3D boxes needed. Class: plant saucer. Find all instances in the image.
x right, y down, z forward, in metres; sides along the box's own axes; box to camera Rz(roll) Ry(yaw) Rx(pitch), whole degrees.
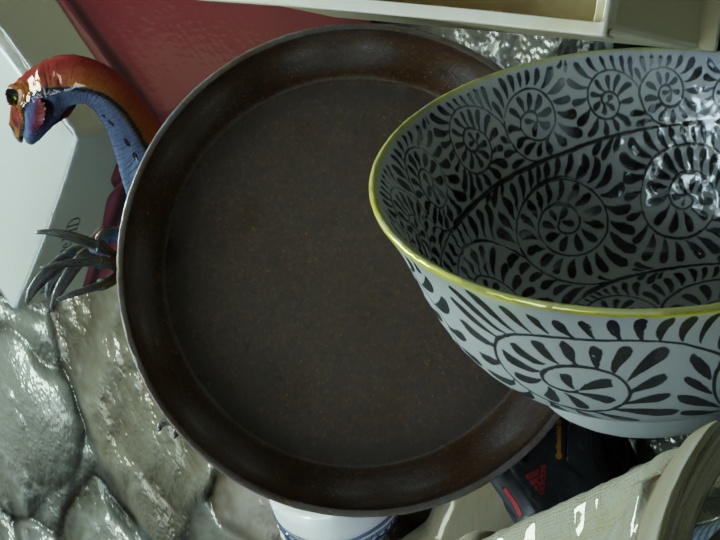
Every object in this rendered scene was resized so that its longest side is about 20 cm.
[{"bbox_3d":[0.000,0.000,0.868,0.034,0.200,0.200,165,87,-83],"label":"plant saucer"}]

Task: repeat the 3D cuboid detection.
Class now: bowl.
[{"bbox_3d":[0.107,0.000,0.792,0.201,0.201,0.094,27,135,42],"label":"bowl"}]

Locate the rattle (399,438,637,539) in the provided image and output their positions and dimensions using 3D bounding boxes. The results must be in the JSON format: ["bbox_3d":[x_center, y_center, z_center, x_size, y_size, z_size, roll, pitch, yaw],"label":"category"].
[{"bbox_3d":[0.071,0.138,1.072,0.130,0.143,0.200,13,101,13],"label":"rattle"}]

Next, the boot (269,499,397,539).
[{"bbox_3d":[-0.005,0.128,1.087,0.090,0.073,0.200,65,175,-13],"label":"boot"}]

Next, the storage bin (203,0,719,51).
[{"bbox_3d":[0.050,-0.194,0.848,0.200,0.094,0.199,10,94,37],"label":"storage bin"}]

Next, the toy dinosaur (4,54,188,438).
[{"bbox_3d":[-0.081,-0.016,0.941,0.105,0.200,0.182,2,109,49],"label":"toy dinosaur"}]

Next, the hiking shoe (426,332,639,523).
[{"bbox_3d":[0.078,0.069,0.938,0.101,0.076,0.200,48,-158,-85],"label":"hiking shoe"}]

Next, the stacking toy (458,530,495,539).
[{"bbox_3d":[0.017,0.216,0.991,0.200,0.085,0.085,-48,64,18],"label":"stacking toy"}]

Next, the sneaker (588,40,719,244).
[{"bbox_3d":[0.150,-0.036,0.889,0.088,0.076,0.200,-4,95,22],"label":"sneaker"}]

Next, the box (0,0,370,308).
[{"bbox_3d":[-0.103,-0.081,1.057,0.109,0.200,0.128,51,138,23],"label":"box"}]

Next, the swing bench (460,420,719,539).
[{"bbox_3d":[0.123,0.122,0.746,0.199,0.200,0.130,-37,69,59],"label":"swing bench"}]
